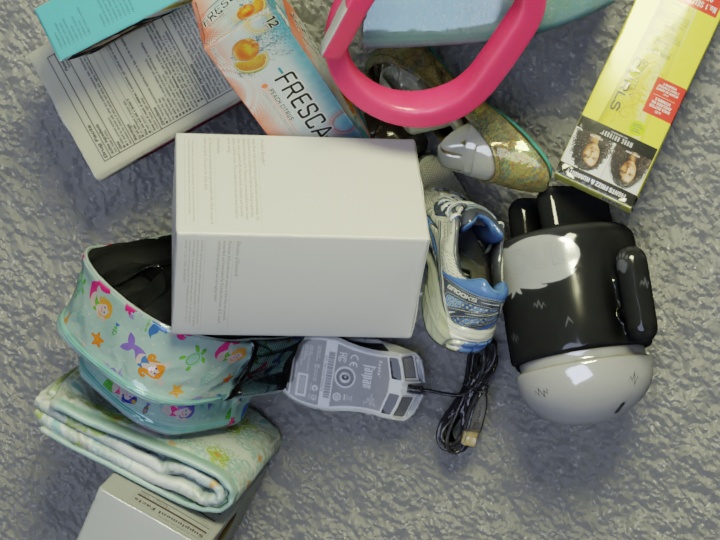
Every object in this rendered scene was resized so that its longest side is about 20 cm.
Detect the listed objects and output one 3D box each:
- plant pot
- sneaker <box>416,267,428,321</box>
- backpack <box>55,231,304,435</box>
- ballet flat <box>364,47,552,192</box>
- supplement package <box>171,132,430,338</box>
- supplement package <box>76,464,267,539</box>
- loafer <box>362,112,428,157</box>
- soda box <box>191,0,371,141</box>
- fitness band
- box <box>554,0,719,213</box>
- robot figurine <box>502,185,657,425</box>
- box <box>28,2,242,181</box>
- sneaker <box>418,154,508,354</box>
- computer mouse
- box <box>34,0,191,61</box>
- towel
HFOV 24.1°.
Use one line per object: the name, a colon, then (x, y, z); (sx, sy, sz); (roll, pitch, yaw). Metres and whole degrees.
plant pot: (0.112, -0.281, 1.357); (0.199, 0.196, 0.197); (5, 105, 7)
sneaker: (0.000, 0.000, 1.488); (0.199, 0.081, 0.077); (-2, 129, -26)
backpack: (-0.166, 0.052, 1.482); (0.177, 0.200, 0.151); (36, 107, 25)
ballet flat: (0.076, -0.124, 1.434); (0.200, 0.071, 0.071); (47, 111, 23)
supplement package: (-0.053, -0.027, 1.371); (0.199, 0.122, 0.120); (1, 135, -7)
supplement package: (-0.178, 0.232, 1.547); (0.109, 0.200, 0.114); (28, 109, 4)
loafer: (-0.036, -0.088, 1.506); (0.199, 0.073, 0.072); (-30, 88, 12)
soda box: (-0.059, -0.153, 1.376); (0.068, 0.064, 0.200); (-26, 138, 10)
fitness band: (0.053, -0.186, 1.263); (0.143, 0.038, 0.200); (16, 136, -21)
box: (0.235, -0.153, 1.400); (0.075, 0.050, 0.201); (26, 89, 7)
robot figurine: (0.183, 0.031, 1.438); (0.124, 0.150, 0.201); (-9, 80, 6)
box: (-0.165, -0.186, 1.483); (0.199, 0.109, 0.128); (-26, 97, 18)
sneaker: (0.088, -0.030, 1.433); (0.077, 0.201, 0.085); (6, 138, -25)
computer mouse: (0.022, 0.098, 1.549); (0.199, 0.044, 0.110); (12, 100, 9)
box: (-0.159, -0.236, 1.368); (0.199, 0.082, 0.049); (-24, 97, 18)
towel: (-0.180, 0.139, 1.538); (0.199, 0.171, 0.048); (26, 110, 5)
